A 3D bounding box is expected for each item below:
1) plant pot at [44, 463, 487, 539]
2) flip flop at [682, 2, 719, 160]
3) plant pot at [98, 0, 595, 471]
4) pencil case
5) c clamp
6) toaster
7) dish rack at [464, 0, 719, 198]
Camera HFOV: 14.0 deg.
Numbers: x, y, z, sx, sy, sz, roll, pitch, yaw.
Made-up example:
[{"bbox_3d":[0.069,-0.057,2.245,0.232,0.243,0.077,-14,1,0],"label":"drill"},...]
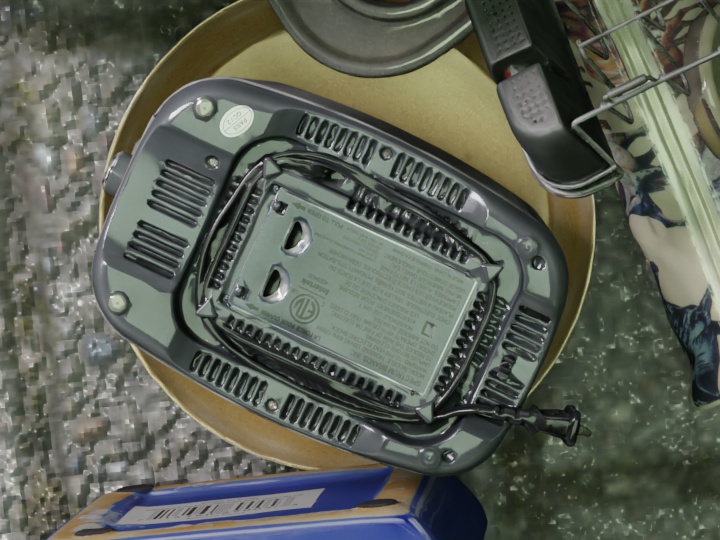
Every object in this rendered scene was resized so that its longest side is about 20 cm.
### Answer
[{"bbox_3d":[-0.035,0.174,1.125,0.199,0.200,0.180,-6,94,7],"label":"plant pot"},{"bbox_3d":[0.209,-0.060,1.118,0.200,0.058,0.081,17,62,-22],"label":"flip flop"},{"bbox_3d":[-0.005,-0.019,1.186,0.199,0.027,0.201,0,98,2],"label":"plant pot"},{"bbox_3d":[0.128,-0.045,1.145,0.078,0.089,0.200,-24,95,3],"label":"pencil case"},{"bbox_3d":[0.010,-0.184,1.148,0.171,0.027,0.200,-27,84,7],"label":"c clamp"},{"bbox_3d":[0.000,0.000,1.110,0.200,0.129,0.114,24,98,0],"label":"toaster"},{"bbox_3d":[0.122,-0.134,1.055,0.200,0.055,0.154,-26,67,17],"label":"dish rack"}]
